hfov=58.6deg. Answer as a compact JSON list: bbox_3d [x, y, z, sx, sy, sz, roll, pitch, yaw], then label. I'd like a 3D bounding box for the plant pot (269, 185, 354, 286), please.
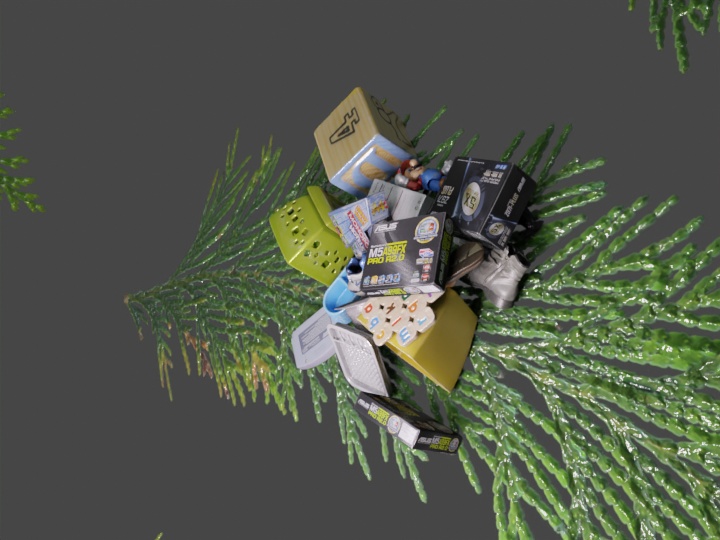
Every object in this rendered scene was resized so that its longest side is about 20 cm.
[{"bbox_3d":[-0.110,-0.106,1.796,0.181,0.198,0.201,-42,48,16],"label":"plant pot"}]

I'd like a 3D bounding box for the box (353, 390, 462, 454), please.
[{"bbox_3d":[0.103,0.336,1.422,0.199,0.159,0.045,24,92,48],"label":"box"}]

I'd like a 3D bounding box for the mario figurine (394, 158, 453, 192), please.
[{"bbox_3d":[0.165,-0.246,1.625,0.198,0.122,0.108,19,93,47],"label":"mario figurine"}]

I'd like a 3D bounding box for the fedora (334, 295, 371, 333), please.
[{"bbox_3d":[0.041,0.101,1.596,0.197,0.177,0.092,-22,89,2],"label":"fedora"}]

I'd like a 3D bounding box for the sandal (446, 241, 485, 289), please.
[{"bbox_3d":[0.183,0.003,1.370,0.198,0.054,0.083,-28,48,25],"label":"sandal"}]

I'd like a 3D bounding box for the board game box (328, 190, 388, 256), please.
[{"bbox_3d":[0.021,-0.104,1.592,0.202,0.061,0.200,61,151,6],"label":"board game box"}]

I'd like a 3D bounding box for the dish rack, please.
[{"bbox_3d":[0.005,0.217,1.579,0.043,0.203,0.170,-35,32,-31],"label":"dish rack"}]

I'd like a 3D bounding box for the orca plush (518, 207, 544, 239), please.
[{"bbox_3d":[0.317,-0.139,1.462,0.106,0.071,0.201,-49,46,19],"label":"orca plush"}]

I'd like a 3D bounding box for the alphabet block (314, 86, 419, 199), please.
[{"bbox_3d":[0.016,-0.337,1.760,0.196,0.194,0.202,-38,50,25],"label":"alphabet block"}]

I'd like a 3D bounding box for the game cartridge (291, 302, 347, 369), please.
[{"bbox_3d":[-0.113,0.185,1.794,0.199,0.041,0.135,-39,54,28],"label":"game cartridge"}]

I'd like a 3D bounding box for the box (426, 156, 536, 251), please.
[{"bbox_3d":[0.258,-0.151,1.403,0.199,0.085,0.166,26,88,58],"label":"box"}]

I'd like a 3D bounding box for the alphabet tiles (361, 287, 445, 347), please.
[{"bbox_3d":[0.090,0.063,1.373,0.195,0.015,0.201,-42,45,15],"label":"alphabet tiles"}]

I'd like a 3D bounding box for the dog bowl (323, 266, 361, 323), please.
[{"bbox_3d":[-0.024,0.049,1.720,0.201,0.049,0.111,-50,50,4],"label":"dog bowl"}]

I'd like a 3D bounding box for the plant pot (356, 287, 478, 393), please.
[{"bbox_3d":[0.147,0.122,1.453,0.177,0.200,0.199,-53,43,-7],"label":"plant pot"}]

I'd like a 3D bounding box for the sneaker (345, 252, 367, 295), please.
[{"bbox_3d":[0.000,0.000,1.553,0.200,0.084,0.078,137,145,-60],"label":"sneaker"}]

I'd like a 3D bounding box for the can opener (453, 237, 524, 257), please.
[{"bbox_3d":[0.279,-0.062,1.472,0.199,0.066,0.054,31,97,47],"label":"can opener"}]

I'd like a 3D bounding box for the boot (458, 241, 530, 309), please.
[{"bbox_3d":[0.286,-0.019,1.418,0.199,0.067,0.133,39,128,39],"label":"boot"}]

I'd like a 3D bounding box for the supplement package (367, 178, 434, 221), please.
[{"bbox_3d":[0.111,-0.142,1.638,0.199,0.116,0.119,27,95,48],"label":"supplement package"}]

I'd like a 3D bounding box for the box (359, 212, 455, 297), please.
[{"bbox_3d":[0.098,-0.030,1.367,0.198,0.044,0.163,-6,64,40],"label":"box"}]
